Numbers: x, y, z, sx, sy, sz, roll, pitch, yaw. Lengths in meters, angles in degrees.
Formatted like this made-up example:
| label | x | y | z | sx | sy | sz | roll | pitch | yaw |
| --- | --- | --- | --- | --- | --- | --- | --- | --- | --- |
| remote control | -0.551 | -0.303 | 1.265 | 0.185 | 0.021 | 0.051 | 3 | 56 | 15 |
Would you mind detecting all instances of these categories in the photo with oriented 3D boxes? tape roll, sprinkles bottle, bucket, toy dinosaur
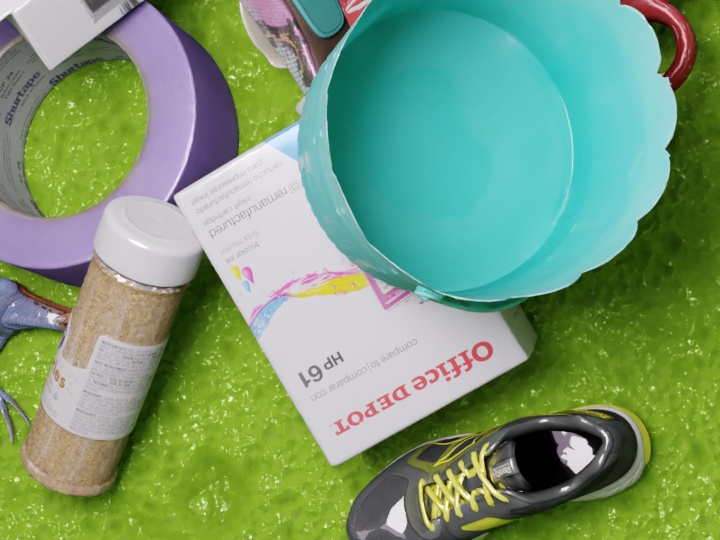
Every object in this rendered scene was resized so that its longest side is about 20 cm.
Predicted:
| label | x | y | z | sx | sy | sz | roll | pitch | yaw |
| --- | --- | --- | --- | --- | --- | --- | --- | --- | --- |
| tape roll | -0.190 | -0.092 | 1.257 | 0.200 | 0.085 | 0.200 | -3 | 79 | 16 |
| sprinkles bottle | -0.161 | 0.051 | 1.190 | 0.068 | 0.068 | 0.200 | 33 | 118 | 19 |
| bucket | 0.063 | -0.076 | 1.039 | 0.207 | 0.135 | 0.207 | 1 | 86 | -13 |
| toy dinosaur | -0.264 | 0.011 | 1.264 | 0.181 | 0.105 | 0.200 | -5 | 65 | -5 |

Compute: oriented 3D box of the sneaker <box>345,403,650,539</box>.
| label | x | y | z | sx | sy | sz | roll | pitch | yaw |
| --- | --- | --- | --- | --- | --- | --- | --- | --- | --- |
| sneaker | 0.077 | 0.125 | 1.138 | 0.200 | 0.085 | 0.075 | -23 | 74 | 11 |

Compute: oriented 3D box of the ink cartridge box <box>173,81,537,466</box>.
| label | x | y | z | sx | sy | sz | roll | pitch | yaw |
| --- | --- | --- | --- | --- | --- | --- | --- | --- | --- |
| ink cartridge box | 0.000 | 0.000 | 1.154 | 0.144 | 0.085 | 0.200 | -30 | 94 | 11 |

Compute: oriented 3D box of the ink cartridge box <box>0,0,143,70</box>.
| label | x | y | z | sx | sy | sz | roll | pitch | yaw |
| --- | --- | --- | --- | --- | --- | --- | --- | --- | --- |
| ink cartridge box | -0.196 | -0.216 | 1.204 | 0.200 | 0.067 | 0.116 | -38 | 58 | -7 |

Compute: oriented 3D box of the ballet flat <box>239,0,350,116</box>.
| label | x | y | z | sx | sy | sz | roll | pitch | yaw |
| --- | --- | --- | --- | --- | --- | --- | --- | --- | --- |
| ballet flat | -0.029 | -0.142 | 1.218 | 0.071 | 0.069 | 0.200 | -25 | 101 | 47 |

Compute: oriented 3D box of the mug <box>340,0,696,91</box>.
| label | x | y | z | sx | sy | sz | roll | pitch | yaw |
| --- | --- | --- | --- | --- | --- | --- | --- | --- | --- |
| mug | 0.103 | -0.172 | 1.154 | 0.200 | 0.133 | 0.178 | -33 | 49 | 13 |
